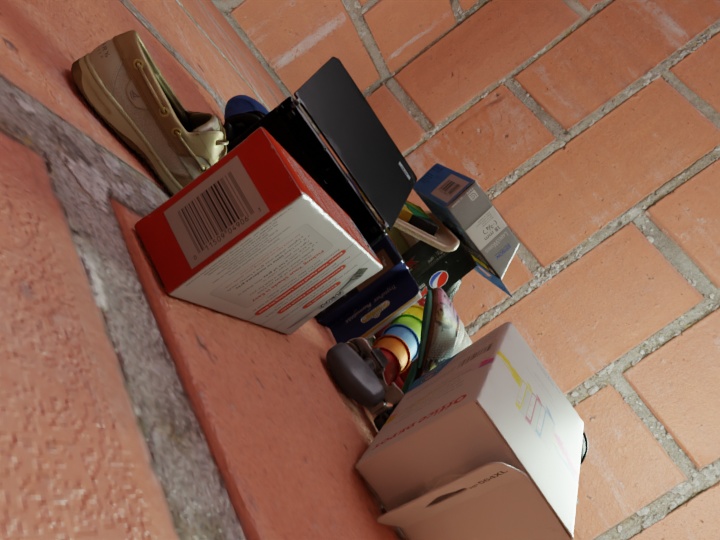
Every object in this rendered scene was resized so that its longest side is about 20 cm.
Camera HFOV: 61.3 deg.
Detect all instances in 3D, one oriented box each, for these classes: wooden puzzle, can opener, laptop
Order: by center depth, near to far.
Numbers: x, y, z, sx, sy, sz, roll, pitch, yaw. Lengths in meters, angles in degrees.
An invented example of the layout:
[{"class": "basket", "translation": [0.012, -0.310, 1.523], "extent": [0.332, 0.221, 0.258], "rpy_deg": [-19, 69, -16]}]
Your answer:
[{"class": "can opener", "translation": [0.030, 0.160, 0.617], "extent": [0.067, 0.053, 0.201], "rpy_deg": [-22, 75, -50]}, {"class": "laptop", "translation": [-0.048, -0.104, 0.671], "extent": [0.178, 0.199, 0.103], "rpy_deg": [52, 2, -19]}, {"class": "wooden puzzle", "translation": [0.039, -0.098, 0.900], "extent": [0.198, 0.038, 0.185], "rpy_deg": [21, 15, -14]}]

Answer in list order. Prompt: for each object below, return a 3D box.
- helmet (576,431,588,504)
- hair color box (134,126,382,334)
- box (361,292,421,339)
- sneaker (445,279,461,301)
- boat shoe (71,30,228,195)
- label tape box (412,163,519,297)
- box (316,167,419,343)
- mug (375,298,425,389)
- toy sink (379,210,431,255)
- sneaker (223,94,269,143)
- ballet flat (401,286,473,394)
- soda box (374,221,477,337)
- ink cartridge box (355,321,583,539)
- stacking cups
[{"class": "helmet", "translation": [0.290, 0.316, 1.046], "extent": [0.198, 0.192, 0.200], "rpy_deg": [26, -19, 10]}, {"class": "hair color box", "translation": [-0.064, -0.017, 0.474], "extent": [0.064, 0.110, 0.200], "rpy_deg": [57, 6, 21]}, {"class": "box", "translation": [0.000, 0.000, 0.854], "extent": [0.102, 0.112, 0.200], "rpy_deg": [50, 8, -17]}, {"class": "sneaker", "translation": [0.122, 0.086, 1.040], "extent": [0.104, 0.200, 0.060], "rpy_deg": [29, 19, -36]}, {"class": "boat shoe", "translation": [-0.148, -0.109, 0.520], "extent": [0.200, 0.066, 0.074], "rpy_deg": [50, 8, -40]}, {"class": "label tape box", "translation": [0.183, -0.068, 0.978], "extent": [0.200, 0.063, 0.144], "rpy_deg": [48, 1, -26]}, {"class": "box", "translation": [-0.024, -0.020, 0.736], "extent": [0.201, 0.121, 0.032], "rpy_deg": [59, 9, 31]}, {"class": "mug", "translation": [0.106, 0.136, 0.885], "extent": [0.201, 0.133, 0.178], "rpy_deg": [56, 4, 39]}, {"class": "toy sink", "translation": [0.070, -0.023, 1.101], "extent": [0.131, 0.199, 0.112], "rpy_deg": [58, 7, 22]}, {"class": "sneaker", "translation": [-0.161, -0.206, 0.874], "extent": [0.111, 0.076, 0.202], "rpy_deg": [63, 3, -62]}, {"class": "ballet flat", "translation": [0.086, 0.107, 0.671], "extent": [0.070, 0.202, 0.069], "rpy_deg": [13, 32, 2]}, {"class": "soda box", "translation": [0.082, 0.019, 0.965], "extent": [0.071, 0.199, 0.064], "rpy_deg": [48, 6, -43]}, {"class": "ink cartridge box", "translation": [0.100, 0.157, 0.526], "extent": [0.126, 0.128, 0.200], "rpy_deg": [53, 27, 1]}, {"class": "stacking cups", "translation": [0.042, 0.092, 0.749], "extent": [0.061, 0.060, 0.200], "rpy_deg": [55, 22, 4]}]
